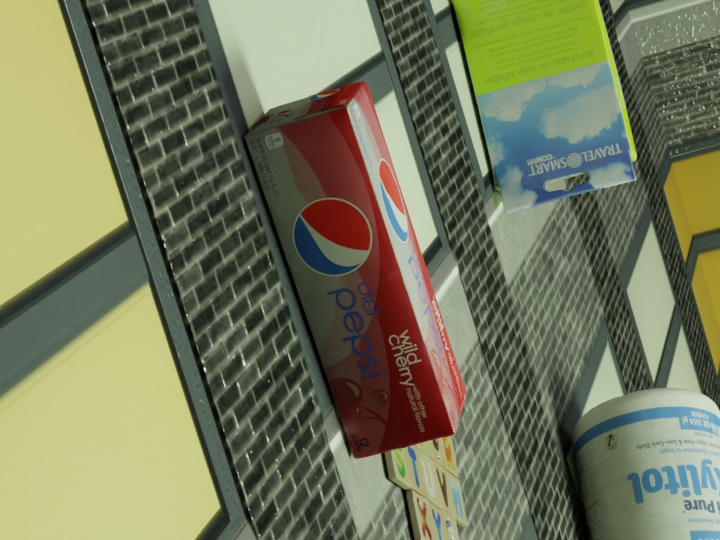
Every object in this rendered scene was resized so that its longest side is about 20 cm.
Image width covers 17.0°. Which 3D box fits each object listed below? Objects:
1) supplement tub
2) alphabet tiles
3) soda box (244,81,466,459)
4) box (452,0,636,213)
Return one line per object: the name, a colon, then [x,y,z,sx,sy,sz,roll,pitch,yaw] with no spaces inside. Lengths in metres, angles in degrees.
supplement tub: [0.255,0.212,2.020,0.132,0.132,0.200,52,26,-59]
alphabet tiles: [0.033,0.084,1.526,0.166,0.006,0.200,42,35,-66]
soda box: [0.000,0.000,1.364,0.070,0.063,0.200,-63,135,-71]
box: [0.158,-0.155,2.046,0.048,0.122,0.200,27,50,-74]
